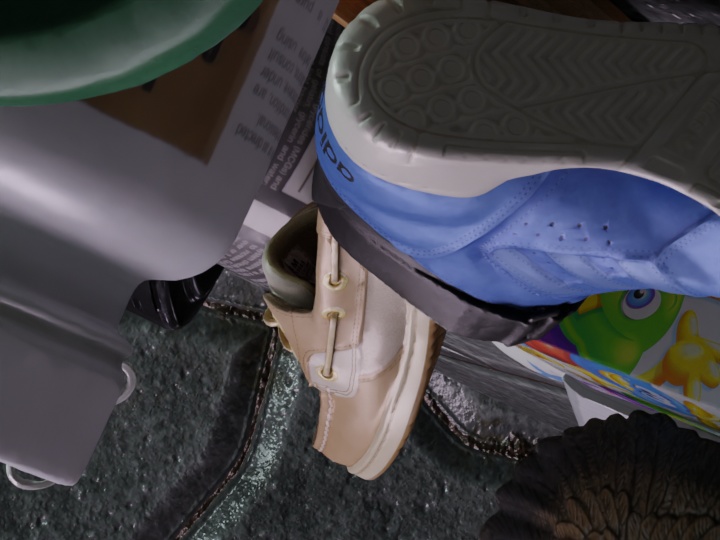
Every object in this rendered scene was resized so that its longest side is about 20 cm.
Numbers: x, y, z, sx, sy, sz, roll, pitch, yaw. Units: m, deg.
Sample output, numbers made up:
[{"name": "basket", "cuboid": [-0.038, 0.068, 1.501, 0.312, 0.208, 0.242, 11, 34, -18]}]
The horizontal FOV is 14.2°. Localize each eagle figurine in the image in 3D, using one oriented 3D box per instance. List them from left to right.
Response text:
[{"name": "eagle figurine", "cuboid": [0.123, 0.137, 0.970, 0.199, 0.152, 0.152, 15, -173, 9]}]

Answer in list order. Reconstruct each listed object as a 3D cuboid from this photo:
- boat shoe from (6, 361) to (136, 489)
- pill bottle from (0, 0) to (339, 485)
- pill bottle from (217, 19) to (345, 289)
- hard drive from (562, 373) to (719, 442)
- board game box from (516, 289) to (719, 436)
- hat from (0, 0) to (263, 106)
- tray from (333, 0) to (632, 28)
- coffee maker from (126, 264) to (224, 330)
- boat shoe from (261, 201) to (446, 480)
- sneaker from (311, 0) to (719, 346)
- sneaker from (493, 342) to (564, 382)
[{"name": "boat shoe", "cuboid": [-0.126, 0.036, 1.069, 0.202, 0.074, 0.086, 103, 141, -81]}, {"name": "pill bottle", "cuboid": [-0.070, -0.057, 0.695, 0.114, 0.201, 0.114, 23, 176, 2]}, {"name": "pill bottle", "cuboid": [-0.037, -0.059, 1.072, 0.199, 0.117, 0.116, 26, 175, -24]}, {"name": "hard drive", "cuboid": [0.157, 0.088, 1.220, 0.131, 0.026, 0.200, 23, 168, 15]}, {"name": "board game box", "cuboid": [0.150, 0.011, 0.990, 0.199, 0.103, 0.105, 20, 175, 42]}, {"name": "hat", "cuboid": [-0.077, -0.151, 0.632, 0.199, 0.166, 0.176, 27, -150, 1]}, {"name": "tray", "cuboid": [0.024, -0.090, 0.902, 0.098, 0.037, 0.200, 21, 176, 33]}, {"name": "coffee maker", "cuboid": [-0.146, -0.054, 1.215, 0.199, 0.193, 0.135, 22, 176, 15]}, {"name": "boat shoe", "cuboid": [0.000, 0.000, 1.006, 0.069, 0.074, 0.200, 16, 141, 0]}, {"name": "sneaker", "cuboid": [0.082, -0.020, 0.857, 0.199, 0.077, 0.111, 9, 157, -5]}, {"name": "sneaker", "cuboid": [0.121, 0.032, 1.300, 0.072, 0.072, 0.200, 3, -169, -42]}]
